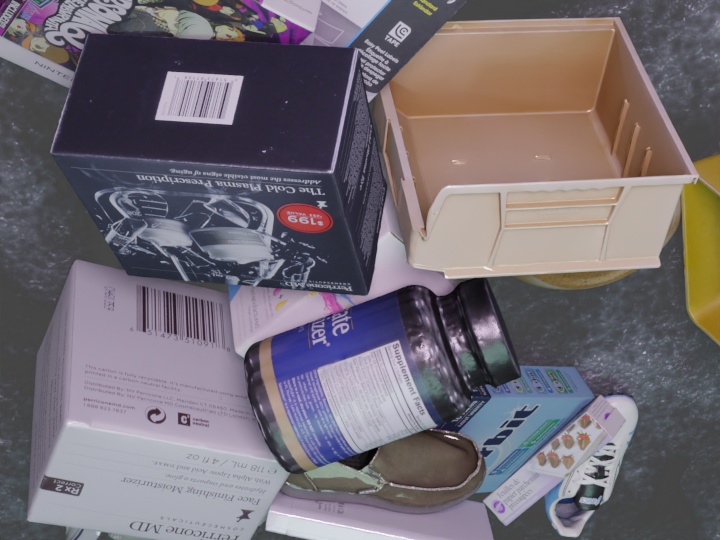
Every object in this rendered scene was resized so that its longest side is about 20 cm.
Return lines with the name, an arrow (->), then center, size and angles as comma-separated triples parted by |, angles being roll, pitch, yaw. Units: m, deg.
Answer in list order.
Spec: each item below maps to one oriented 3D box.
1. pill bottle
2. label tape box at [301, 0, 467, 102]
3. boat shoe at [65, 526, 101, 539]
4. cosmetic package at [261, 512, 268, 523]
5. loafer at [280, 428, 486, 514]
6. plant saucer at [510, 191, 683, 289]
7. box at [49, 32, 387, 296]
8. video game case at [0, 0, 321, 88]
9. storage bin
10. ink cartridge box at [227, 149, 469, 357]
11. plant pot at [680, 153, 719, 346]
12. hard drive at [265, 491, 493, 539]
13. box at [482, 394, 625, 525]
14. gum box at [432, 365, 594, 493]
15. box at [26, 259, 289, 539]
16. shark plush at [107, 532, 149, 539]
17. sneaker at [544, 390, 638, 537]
pill bottle -> 0.019, 0.078, 0.998 | 0.199, 0.112, 0.112 | -21, 133, 8
label tape box -> 0.012, -0.237, 0.915 | 0.144, 0.063, 0.200 | 28, 122, -31
boat shoe -> -0.271, 0.208, 1.278 | 0.070, 0.071, 0.200 | 28, 128, -4
cosmetic package -> -0.078, 0.154, 1.241 | 0.082, 0.051, 0.200 | 40, 127, 11
loafer -> 0.021, 0.168, 1.124 | 0.199, 0.075, 0.070 | 2, 139, -16
plant saucer -> 0.207, -0.047, 1.147 | 0.199, 0.036, 0.201 | -6, 134, -6
box -> -0.092, -0.072, 0.925 | 0.199, 0.104, 0.182 | 5, 154, 11
video game case -> -0.154, -0.176, 0.899 | 0.181, 0.036, 0.200 | 24, 150, -26
storage bin -> 0.122, -0.099, 0.972 | 0.198, 0.200, 0.094 | -3, 135, -9
ink cartridge box -> 0.000, 0.000, 1.088 | 0.200, 0.129, 0.125 | -38, 128, 21
plant pot -> 0.417, -0.010, 1.121 | 0.176, 0.200, 0.200 | -28, 134, -12
hard drive -> 0.018, 0.223, 1.151 | 0.199, 0.132, 0.027 | 11, 99, -1
box -> 0.203, 0.203, 1.343 | 0.039, 0.041, 0.200 | 46, 132, 7
gum box -> 0.113, 0.162, 1.270 | 0.200, 0.045, 0.170 | 4, 136, -46
box -> -0.176, 0.118, 1.113 | 0.198, 0.200, 0.131 | 13, 128, -21
shark plush -> -0.169, 0.246, 1.351 | 0.199, 0.091, 0.083 | -18, 160, -23
sneaker -> 0.253, 0.210, 1.370 | 0.072, 0.073, 0.200 | 5, 130, -13
